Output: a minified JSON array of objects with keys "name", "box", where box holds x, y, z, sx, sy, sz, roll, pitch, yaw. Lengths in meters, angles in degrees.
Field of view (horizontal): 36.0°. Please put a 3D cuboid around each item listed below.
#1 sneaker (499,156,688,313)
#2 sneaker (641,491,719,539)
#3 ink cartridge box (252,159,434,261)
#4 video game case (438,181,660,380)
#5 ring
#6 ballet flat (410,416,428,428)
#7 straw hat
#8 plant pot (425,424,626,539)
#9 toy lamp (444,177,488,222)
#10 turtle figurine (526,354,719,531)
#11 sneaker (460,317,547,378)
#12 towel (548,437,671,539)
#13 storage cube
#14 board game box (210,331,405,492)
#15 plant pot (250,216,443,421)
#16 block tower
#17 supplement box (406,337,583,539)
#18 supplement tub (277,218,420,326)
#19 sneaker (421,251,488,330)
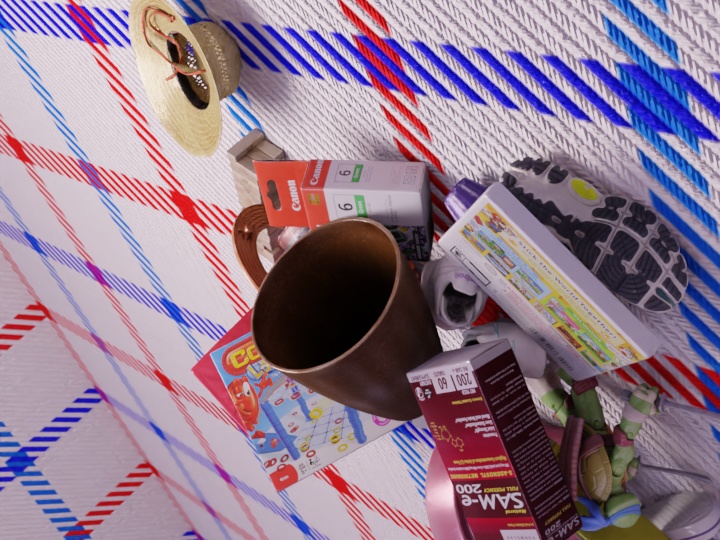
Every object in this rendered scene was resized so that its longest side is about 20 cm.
[{"name":"sneaker","box":[0.212,-0.032,1.002,0.200,0.078,0.080,41,175,27]},{"name":"sneaker","box":[0.356,0.318,1.236,0.115,0.072,0.201,52,152,4]},{"name":"ink cartridge box","box":[-0.021,-0.067,1.224,0.196,0.051,0.110,3,138,13]},{"name":"video game case","box":[0.168,0.017,1.030,0.200,0.023,0.182,45,165,2]},{"name":"ring","box":[-0.074,-0.008,1.381,0.201,0.200,0.019,46,120,4]},{"name":"ballet flat","box":[0.083,0.144,1.477,0.069,0.069,0.201,28,152,37]},{"name":"straw hat","box":[-0.188,-0.245,1.314,0.200,0.084,0.203,36,142,35]},{"name":"plant pot","box":[0.205,0.262,1.305,0.178,0.200,0.201,-15,116,45]},{"name":"toy lamp","box":[0.167,-0.015,1.099,0.199,0.058,0.058,42,155,8]},{"name":"turtle figurine","box":[0.272,0.157,1.153,0.195,0.199,0.144,60,-169,27]},{"name":"sneaker","box":[0.141,0.083,1.210,0.079,0.072,0.200,4,173,-8]},{"name":"towel","box":[0.245,0.256,1.160,0.199,0.086,0.018,40,130,15]},{"name":"storage cube","box":[-0.106,0.136,1.562,0.171,0.180,0.200,46,180,4]},{"name":"board game box","box":[-0.065,0.152,1.438,0.198,0.198,0.056,62,175,5]},{"name":"plant pot","box":[0.012,0.077,1.212,0.186,0.188,0.200,20,160,46]},{"name":"block tower","box":[-0.126,-0.092,1.474,0.057,0.054,0.201,33,152,28]},{"name":"supplement box","box":[0.132,0.177,1.104,0.108,0.060,0.203,-19,95,55]},{"name":"supplement tub","box":[0.000,0.000,1.337,0.200,0.107,0.107,46,156,3]},{"name":"sneaker","box":[0.098,0.027,1.211,0.074,0.101,0.201,18,152,3]}]
